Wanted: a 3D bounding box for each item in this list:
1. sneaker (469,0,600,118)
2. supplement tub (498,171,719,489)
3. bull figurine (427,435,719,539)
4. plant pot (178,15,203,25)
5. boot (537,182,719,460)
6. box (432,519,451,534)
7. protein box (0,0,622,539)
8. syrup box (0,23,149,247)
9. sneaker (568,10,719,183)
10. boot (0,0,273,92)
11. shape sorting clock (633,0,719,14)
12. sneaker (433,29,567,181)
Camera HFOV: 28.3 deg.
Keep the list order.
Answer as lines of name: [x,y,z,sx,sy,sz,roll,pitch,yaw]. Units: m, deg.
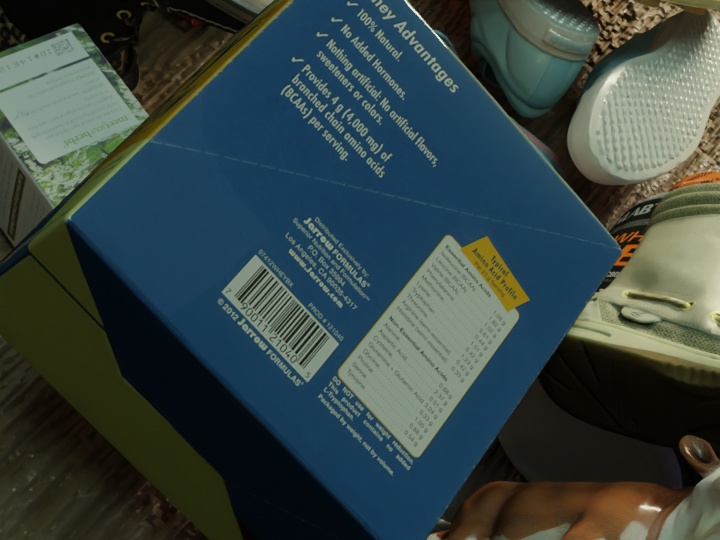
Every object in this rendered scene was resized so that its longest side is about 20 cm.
sneaker: [0.094,-0.169,0.948,0.074,0.082,0.200,18,29,-17]
supplement tub: [0.171,0.038,0.807,0.123,0.123,0.200,38,53,6]
bull figurine: [0.095,0.128,0.630,0.121,0.200,0.065,-29,94,-32]
plant pot: [-0.075,-0.273,0.885,0.200,0.200,0.176,-27,82,-32]
boot: [0.204,0.028,0.675,0.200,0.072,0.155,17,45,31]
box: [0.018,0.215,0.684,0.160,0.044,0.200,20,54,-7]
protein box: [-0.026,0.001,0.655,0.199,0.135,0.200,47,57,-12]
syrup box: [-0.134,-0.025,0.760,0.079,0.081,0.200,-29,74,-32]
sneaker: [0.171,-0.099,0.911,0.074,0.082,0.200,57,43,-6]
boot: [-0.125,-0.152,0.803,0.200,0.151,0.073,27,53,0]
shape sorting clock: [0.153,-0.207,0.928,0.200,0.039,0.200,16,27,-9]
sneaker: [0.049,-0.111,0.886,0.200,0.079,0.096,33,51,2]
